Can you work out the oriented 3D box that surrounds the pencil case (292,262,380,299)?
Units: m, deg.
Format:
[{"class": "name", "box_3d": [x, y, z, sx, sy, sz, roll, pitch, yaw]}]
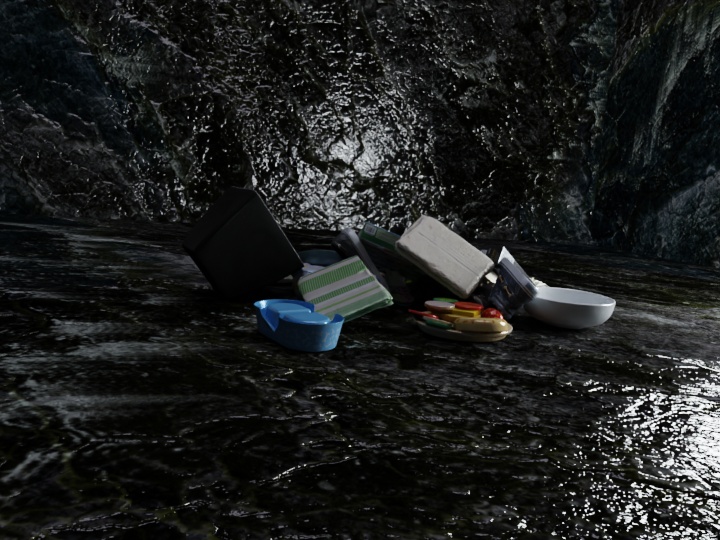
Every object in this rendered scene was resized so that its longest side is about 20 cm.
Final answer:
[{"class": "pencil case", "box_3d": [-0.054, 0.036, 1.388, 0.198, 0.084, 0.091, 9, -16, 35]}]

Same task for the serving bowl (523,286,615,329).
[{"class": "serving bowl", "box_3d": [0.443, 0.085, 1.382, 0.197, 0.067, 0.200, 4, 8, 0]}]

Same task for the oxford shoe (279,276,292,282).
[{"class": "oxford shoe", "box_3d": [-0.177, -0.002, 1.662, 0.199, 0.076, 0.058, -17, -17, -48]}]

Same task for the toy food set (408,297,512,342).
[{"class": "toy food set", "box_3d": [0.195, 0.095, 1.238, 0.196, 0.049, 0.200, 8, 9, 23]}]

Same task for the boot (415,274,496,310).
[{"class": "boot", "box_3d": [0.235, 0.056, 1.442, 0.149, 0.074, 0.199, -3, 14, -39]}]

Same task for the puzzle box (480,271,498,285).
[{"class": "puzzle box", "box_3d": [0.267, 0.015, 1.527, 0.199, 0.026, 0.132, 36, -21, -32]}]

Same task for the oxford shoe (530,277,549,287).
[{"class": "oxford shoe", "box_3d": [0.453, 0.050, 1.670, 0.075, 0.058, 0.199, 1, 10, -37]}]

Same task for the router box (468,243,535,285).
[{"class": "router box", "box_3d": [0.317, 0.005, 1.568, 0.156, 0.053, 0.200, 8, -23, 43]}]

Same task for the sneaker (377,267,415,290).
[{"class": "sneaker", "box_3d": [0.076, 0.020, 1.687, 0.198, 0.075, 0.081, 11, -4, 20]}]

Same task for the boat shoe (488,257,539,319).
[{"class": "boat shoe", "box_3d": [0.309, 0.036, 1.364, 0.071, 0.091, 0.200, 46, 9, -10]}]

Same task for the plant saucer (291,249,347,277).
[{"class": "plant saucer", "box_3d": [-0.080, 0.005, 1.519, 0.197, 0.028, 0.201, 4, -24, 2]}]

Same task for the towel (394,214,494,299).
[{"class": "towel", "box_3d": [0.180, -0.031, 1.381, 0.199, 0.035, 0.132, 38, 52, 13]}]

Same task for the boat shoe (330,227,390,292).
[{"class": "boat shoe", "box_3d": [0.000, 0.000, 1.431, 0.056, 0.201, 0.068, -37, 19, -17]}]

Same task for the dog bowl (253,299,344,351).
[{"class": "dog bowl", "box_3d": [-0.109, 0.092, 1.090, 0.110, 0.050, 0.199, -1, 10, -34]}]

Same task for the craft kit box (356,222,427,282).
[{"class": "craft kit box", "box_3d": [0.078, -0.038, 1.496, 0.198, 0.049, 0.198, 23, -9, -5]}]

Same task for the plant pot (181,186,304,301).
[{"class": "plant pot", "box_3d": [-0.274, -0.047, 1.410, 0.177, 0.201, 0.199, -40, 24, -15]}]

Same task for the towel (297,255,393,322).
[{"class": "towel", "box_3d": [-0.038, 0.041, 1.259, 0.151, 0.024, 0.200, -21, 31, -11]}]

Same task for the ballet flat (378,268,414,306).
[{"class": "ballet flat", "box_3d": [0.066, 0.031, 1.536, 0.068, 0.072, 0.200, 4, 8, -25]}]
